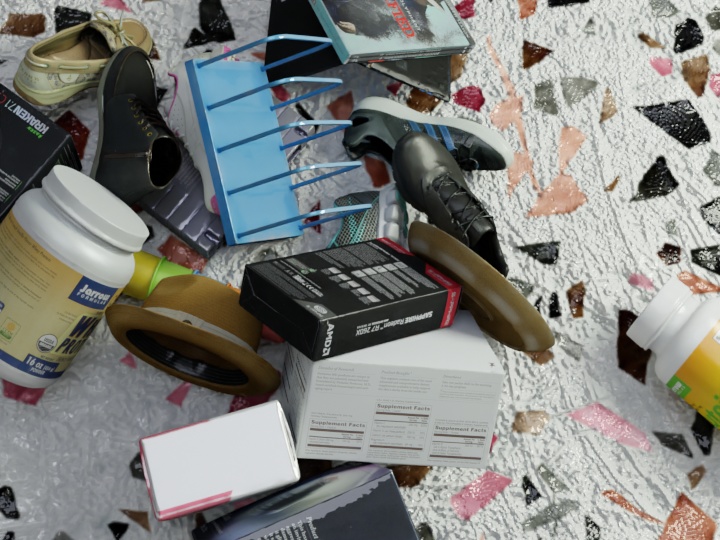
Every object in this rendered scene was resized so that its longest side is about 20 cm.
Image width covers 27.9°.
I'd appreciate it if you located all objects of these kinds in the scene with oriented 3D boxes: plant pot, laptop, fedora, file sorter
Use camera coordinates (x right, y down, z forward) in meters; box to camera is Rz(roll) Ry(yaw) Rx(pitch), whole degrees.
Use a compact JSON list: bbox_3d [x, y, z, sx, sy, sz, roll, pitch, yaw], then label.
[{"bbox_3d":[0.121,0.024,1.540,0.199,0.200,0.028,40,82,11],"label":"plant pot"},{"bbox_3d":[-0.001,-0.270,1.714,0.198,0.103,0.179,20,49,-21],"label":"laptop"},{"bbox_3d":[-0.167,0.060,1.521,0.198,0.201,0.083,19,67,5],"label":"fedora"},{"bbox_3d":[-0.082,-0.143,1.567,0.121,0.138,0.203,-15,87,30],"label":"file sorter"}]

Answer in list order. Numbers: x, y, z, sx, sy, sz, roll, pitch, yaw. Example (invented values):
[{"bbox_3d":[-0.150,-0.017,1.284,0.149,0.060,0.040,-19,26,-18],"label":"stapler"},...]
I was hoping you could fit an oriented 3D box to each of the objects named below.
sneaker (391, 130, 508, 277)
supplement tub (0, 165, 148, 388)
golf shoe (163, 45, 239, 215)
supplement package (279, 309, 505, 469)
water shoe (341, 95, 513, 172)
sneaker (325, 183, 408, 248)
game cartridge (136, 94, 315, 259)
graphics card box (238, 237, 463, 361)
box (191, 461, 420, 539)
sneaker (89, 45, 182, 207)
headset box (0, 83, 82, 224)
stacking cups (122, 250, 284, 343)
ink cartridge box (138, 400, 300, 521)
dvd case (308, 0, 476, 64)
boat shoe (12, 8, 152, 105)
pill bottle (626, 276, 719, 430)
[{"bbox_3d":[0.107,-0.066,1.592,0.076,0.091,0.201,-37,104,-12],"label":"sneaker"},{"bbox_3d":[-0.327,0.006,1.522,0.144,0.144,0.201,39,99,12],"label":"supplement tub"},{"bbox_3d":[-0.175,-0.153,1.634,0.090,0.075,0.203,-7,67,11],"label":"golf shoe"},{"bbox_3d":[0.027,0.113,1.490,0.197,0.156,0.112,6,111,-13],"label":"supplement package"},{"bbox_3d":[0.076,-0.134,1.664,0.198,0.072,0.080,17,66,14],"label":"water shoe"},{"bbox_3d":[0.000,0.000,1.620,0.090,0.078,0.203,1,66,15],"label":"sneaker"},{"bbox_3d":[-0.161,-0.126,1.670,0.129,0.038,0.201,35,73,14],"label":"game cartridge"},{"bbox_3d":[-0.009,0.025,1.462,0.198,0.051,0.125,-11,35,-43],"label":"graphics card box"},{"bbox_3d":[-0.053,0.279,1.426,0.196,0.200,0.125,-21,90,-11],"label":"box"},{"bbox_3d":[-0.236,-0.165,1.608,0.105,0.074,0.203,-15,64,41],"label":"sneaker"},{"bbox_3d":[-0.443,-0.106,1.619,0.173,0.093,0.201,35,73,11],"label":"headset box"},{"bbox_3d":[-0.172,0.033,1.605,0.198,0.061,0.061,22,70,0],"label":"stacking cups"},{"bbox_3d":[-0.141,0.194,1.459,0.144,0.200,0.086,-15,81,-7],"label":"ink cartridge box"},{"bbox_3d":[0.028,-0.306,1.671,0.198,0.022,0.147,-10,64,-40],"label":"dvd case"},{"bbox_3d":[-0.308,-0.249,1.657,0.073,0.063,0.200,39,44,11],"label":"boat shoe"},{"bbox_3d":[0.389,0.101,1.568,0.200,0.111,0.111,40,73,12],"label":"pill bottle"}]
